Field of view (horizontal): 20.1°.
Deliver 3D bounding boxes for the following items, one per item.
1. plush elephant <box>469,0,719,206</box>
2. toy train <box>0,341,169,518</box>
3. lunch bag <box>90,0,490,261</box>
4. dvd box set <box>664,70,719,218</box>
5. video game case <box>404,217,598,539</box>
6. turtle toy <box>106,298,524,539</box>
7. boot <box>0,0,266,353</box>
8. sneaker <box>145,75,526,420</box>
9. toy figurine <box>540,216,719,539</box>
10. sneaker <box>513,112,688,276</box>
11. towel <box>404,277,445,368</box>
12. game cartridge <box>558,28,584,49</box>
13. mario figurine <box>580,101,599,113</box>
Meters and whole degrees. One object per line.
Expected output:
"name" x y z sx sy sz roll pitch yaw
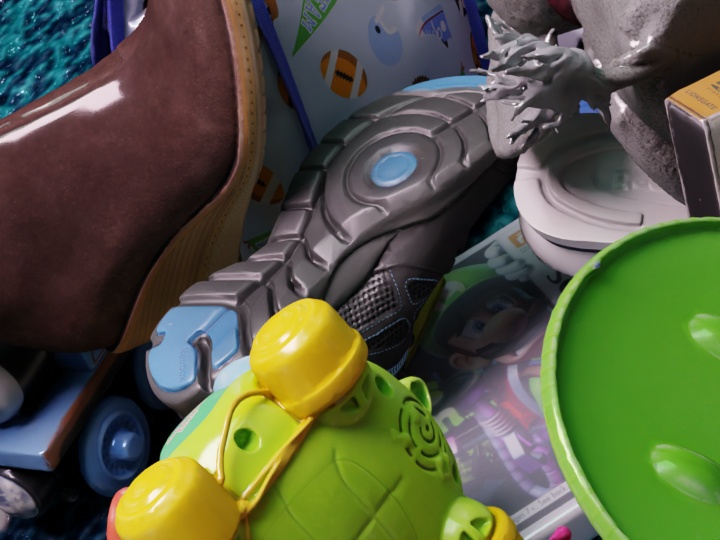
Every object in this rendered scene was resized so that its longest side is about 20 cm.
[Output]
"plush elephant" 0.106 -0.112 0.752 0.198 0.166 0.155 -9 37 -20
"toy train" -0.127 0.017 0.951 0.086 0.115 0.201 1 44 35
"lunch bag" -0.031 -0.107 0.932 0.123 0.202 0.170 -4 26 33
"dvd box set" 0.209 -0.038 0.720 0.199 0.147 0.029 -27 35 -11
"video game case" 0.034 0.069 0.858 0.199 0.023 0.182 -32 35 -4
"turtle toy" -0.039 0.112 0.735 0.200 0.146 0.101 -49 24 -24
"boot" -0.126 -0.045 0.815 0.165 0.201 0.073 -6 38 -16
"sneaker" 0.000 0.000 0.839 0.200 0.082 0.073 -43 41 -13
"toy figurine" 0.121 0.109 0.638 0.198 0.185 0.151 24 48 0
"sneaker" 0.160 -0.010 0.824 0.198 0.081 0.077 16 67 16
"towel" -0.036 0.069 0.870 0.085 0.018 0.201 0 44 32
"game cartridge" 0.178 -0.105 0.883 0.199 0.041 0.134 32 58 15
"mario figurine" 0.134 -0.111 0.934 0.105 0.124 0.201 -18 39 35
